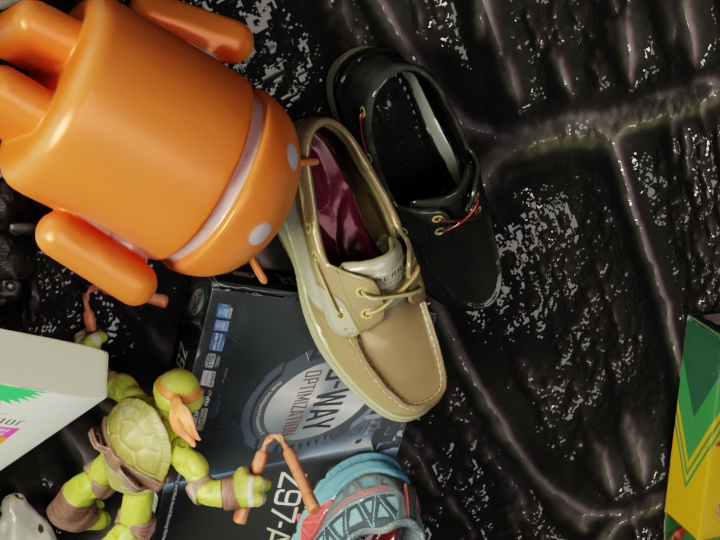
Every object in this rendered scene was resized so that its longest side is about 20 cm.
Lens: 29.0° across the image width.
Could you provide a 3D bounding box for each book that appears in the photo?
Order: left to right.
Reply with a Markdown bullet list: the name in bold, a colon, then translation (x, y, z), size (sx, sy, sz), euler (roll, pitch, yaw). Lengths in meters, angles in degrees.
- **book**: translation (-0.236, 0.072, 0.750), size (0.132, 0.200, 0.049), euler (14, 62, -30)

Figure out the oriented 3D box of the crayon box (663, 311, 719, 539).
- **crayon box**: translation (0.306, 0.128, 1.073), size (0.125, 0.051, 0.202), euler (-7, 112, -21)

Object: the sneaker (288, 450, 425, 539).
- **sneaker**: translation (-0.021, 0.219, 0.890), size (0.079, 0.096, 0.202), euler (19, 101, -27)

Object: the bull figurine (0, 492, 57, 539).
- **bull figurine**: translation (-0.262, 0.231, 0.861), size (0.120, 0.065, 0.202), euler (15, 101, -25)

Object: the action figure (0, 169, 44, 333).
- **action figure**: translation (-0.244, -0.021, 0.757), size (0.199, 0.101, 0.121), euler (-1, 91, -58)

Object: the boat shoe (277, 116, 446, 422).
- **boat shoe**: translation (0.000, 0.000, 0.846), size (0.074, 0.066, 0.201), euler (-32, 97, -27)

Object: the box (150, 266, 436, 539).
- **box**: translation (-0.052, 0.104, 0.915), size (0.159, 0.044, 0.202), euler (9, 105, -25)

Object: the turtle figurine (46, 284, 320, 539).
- **turtle figurine**: translation (-0.125, 0.119, 0.831), size (0.064, 0.200, 0.162), euler (-24, 149, -57)

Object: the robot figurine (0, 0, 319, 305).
- **robot figurine**: translation (-0.115, -0.072, 0.758), size (0.199, 0.145, 0.117), euler (29, 125, -28)

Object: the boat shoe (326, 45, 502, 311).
- **boat shoe**: translation (0.043, -0.049, 0.890), size (0.073, 0.063, 0.203), euler (-35, 120, -13)

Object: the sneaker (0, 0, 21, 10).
- **sneaker**: translation (-0.187, -0.175, 0.724), size (0.199, 0.100, 0.075), euler (-28, 118, -10)
